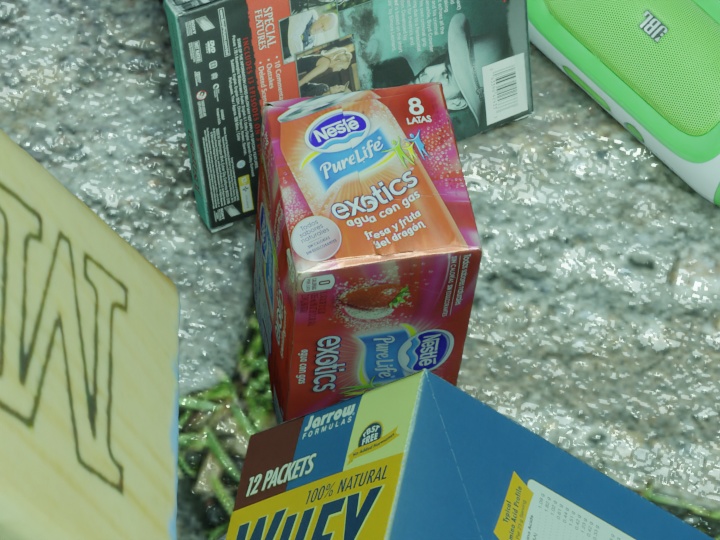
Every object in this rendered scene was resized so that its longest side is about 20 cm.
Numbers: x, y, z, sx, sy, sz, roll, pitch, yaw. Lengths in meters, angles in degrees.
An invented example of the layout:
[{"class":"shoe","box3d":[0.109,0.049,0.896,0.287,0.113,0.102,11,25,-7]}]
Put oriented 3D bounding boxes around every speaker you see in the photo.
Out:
[{"class":"speaker","box3d":[0.164,-0.122,1.676,0.088,0.089,0.200,-39,71,-22]}]

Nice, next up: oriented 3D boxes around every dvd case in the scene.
[{"class":"dvd case","box3d":[-0.002,-0.114,1.618,0.199,0.146,0.022,-20,42,-14]}]

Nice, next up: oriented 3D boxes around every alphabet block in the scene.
[{"class":"alphabet block","box3d":[-0.215,0.067,1.439,0.195,0.200,0.197,-15,58,21]}]

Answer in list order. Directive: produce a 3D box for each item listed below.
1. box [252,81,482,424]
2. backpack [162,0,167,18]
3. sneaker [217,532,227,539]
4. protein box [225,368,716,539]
[{"class":"box","box3d":[0.000,0.000,1.529,0.095,0.200,0.100,-8,63,-8]},{"class":"backpack","box3d":[-0.042,-0.223,1.661,0.199,0.178,0.151,-22,83,-22]},{"class":"sneaker","box3d":[-0.071,0.151,1.515,0.112,0.071,0.201,25,64,5]},{"class":"protein box","box3d":[0.043,0.188,1.419,0.200,0.135,0.199,31,57,-28]}]
